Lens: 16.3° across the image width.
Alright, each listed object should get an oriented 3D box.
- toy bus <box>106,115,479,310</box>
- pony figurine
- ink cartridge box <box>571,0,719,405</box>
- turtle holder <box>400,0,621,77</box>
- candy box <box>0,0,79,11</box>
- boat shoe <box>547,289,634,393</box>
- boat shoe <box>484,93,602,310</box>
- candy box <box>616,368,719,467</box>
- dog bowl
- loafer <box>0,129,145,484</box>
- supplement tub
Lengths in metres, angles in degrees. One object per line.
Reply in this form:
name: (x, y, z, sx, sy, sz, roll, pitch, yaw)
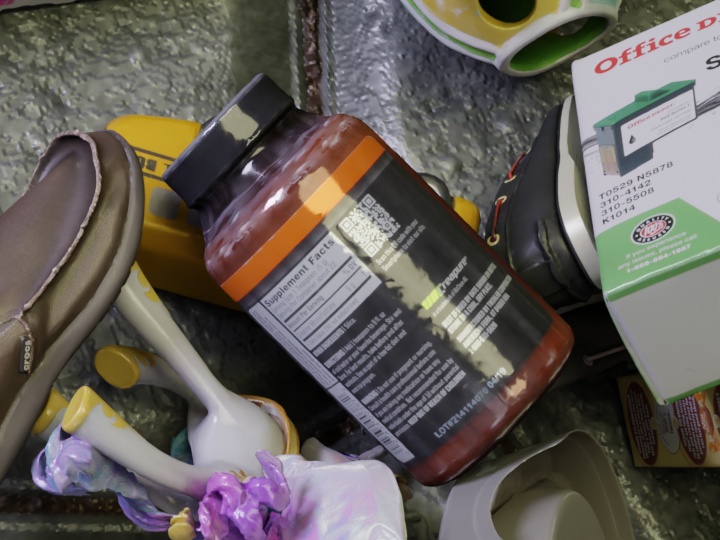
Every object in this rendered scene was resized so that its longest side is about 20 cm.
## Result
toy bus: (-0.043, -0.021, 1.290, 0.199, 0.065, 0.079, 16, 64, -12)
pony figurine: (-0.059, 0.108, 1.194, 0.200, 0.167, 0.194, 34, 34, -18)
ink cartridge box: (0.189, -0.048, 1.247, 0.085, 0.145, 0.201, 57, 18, -34)
turtle holder: (0.077, -0.182, 1.346, 0.140, 0.186, 0.132, -25, 78, -1)
candy box: (-0.223, -0.220, 1.318, 0.199, 0.072, 0.169, -12, 72, -24)
boat shoe: (0.115, 0.040, 1.331, 0.199, 0.067, 0.057, -12, 94, -28)
boat shoe: (0.101, -0.036, 1.318, 0.074, 0.063, 0.202, 60, 19, -17)
candy box: (0.229, 0.063, 1.278, 0.115, 0.200, 0.056, -12, 91, -23)
dog bowl: (0.088, 0.178, 1.200, 0.058, 0.200, 0.201, -7, 65, 19)
loafer: (-0.166, 0.016, 1.167, 0.071, 0.073, 0.201, 36, 71, -36)
supplement tub: (0.000, 0.000, 1.197, 0.200, 0.107, 0.107, 45, 61, -3)
